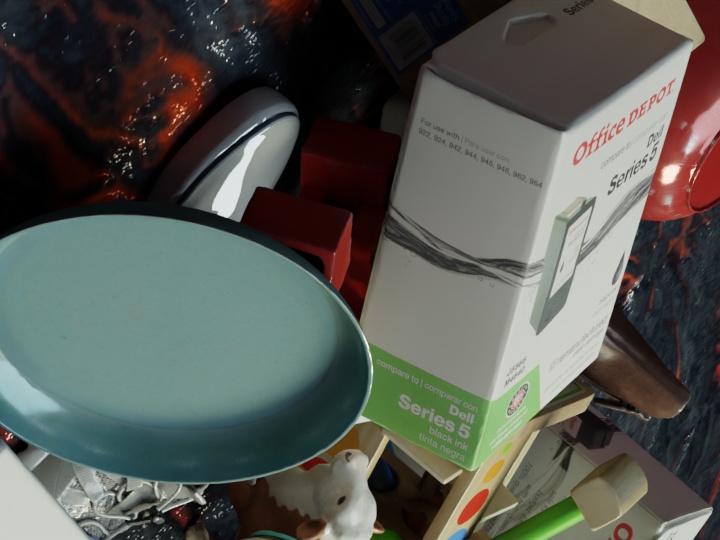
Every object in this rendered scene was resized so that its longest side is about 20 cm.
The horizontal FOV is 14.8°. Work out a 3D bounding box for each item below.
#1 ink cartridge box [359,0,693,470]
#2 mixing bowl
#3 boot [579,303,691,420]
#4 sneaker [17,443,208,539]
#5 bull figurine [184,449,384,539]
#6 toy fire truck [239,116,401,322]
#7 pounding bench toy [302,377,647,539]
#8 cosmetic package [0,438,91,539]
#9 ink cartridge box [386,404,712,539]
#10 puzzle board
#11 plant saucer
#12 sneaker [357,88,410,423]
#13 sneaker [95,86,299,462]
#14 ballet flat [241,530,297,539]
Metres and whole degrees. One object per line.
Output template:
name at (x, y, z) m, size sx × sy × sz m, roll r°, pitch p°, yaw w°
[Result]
ink cartridge box at (0.077, -0.025, 1.377) m, size 0.145 × 0.084 × 0.201 m, roll -37°, pitch 147°, yaw -51°
mixing bowl at (0.188, -0.105, 1.659) m, size 0.200 × 0.108 × 0.200 m, roll -42°, pitch 157°, yaw -22°
boot at (0.127, 0.019, 1.585) m, size 0.072 × 0.166 × 0.200 m, roll -51°, pitch -177°, yaw -6°
sneaker at (-0.119, 0.102, 1.425) m, size 0.200 × 0.082 × 0.075 m, roll -52°, pitch 159°, yaw 4°
bull figurine at (-0.046, 0.149, 1.580) m, size 0.065 × 0.122 × 0.200 m, roll -19°, pitch 148°, yaw -26°
toy fire truck at (-0.020, 0.004, 1.365) m, size 0.200 × 0.049 × 0.141 m, roll 94°, pitch 14°, yaw -50°
pounding bench toy at (0.057, 0.130, 1.656) m, size 0.124 × 0.200 × 0.156 m, roll -17°, pitch 140°, yaw -55°
cosmetic package at (-0.189, 0.104, 1.265) m, size 0.071 × 0.101 × 0.200 m, roll -45°, pitch 157°, yaw -10°
ink cartridge box at (0.101, 0.150, 1.773) m, size 0.084 × 0.200 × 0.145 m, roll -8°, pitch 134°, yaw -59°
puzzle board at (0.080, -0.137, 1.401) m, size 0.151 × 0.017 × 0.200 m, roll -38°, pitch 135°, yaw -1°
plant saucer at (-0.092, 0.030, 1.271) m, size 0.200 × 0.199 × 0.027 m, roll 101°, pitch -3°, yaw -51°
sneaker at (0.000, 0.000, 1.503) m, size 0.115 × 0.074 × 0.201 m, roll -12°, pitch 118°, yaw -16°
sneaker at (-0.079, 0.006, 1.363) m, size 0.200 × 0.071 × 0.073 m, roll -58°, pitch 157°, yaw 13°
ballet flat at (-0.050, 0.216, 1.540) m, size 0.200 × 0.075 × 0.064 m, roll 79°, pitch 23°, yaw -54°
